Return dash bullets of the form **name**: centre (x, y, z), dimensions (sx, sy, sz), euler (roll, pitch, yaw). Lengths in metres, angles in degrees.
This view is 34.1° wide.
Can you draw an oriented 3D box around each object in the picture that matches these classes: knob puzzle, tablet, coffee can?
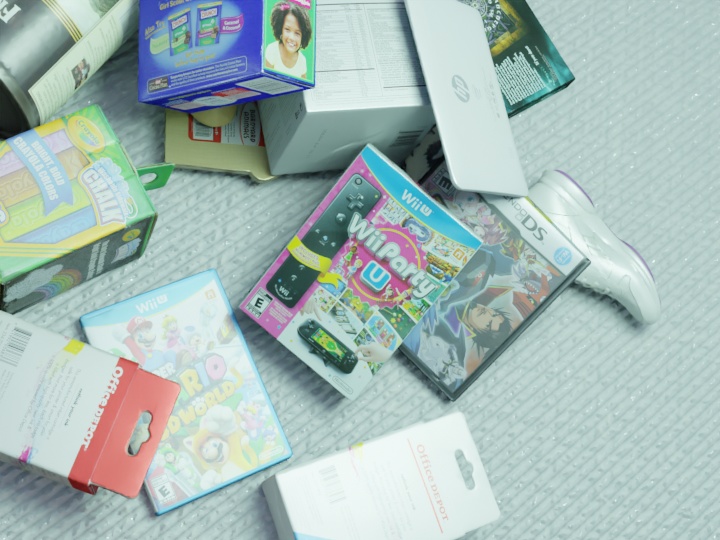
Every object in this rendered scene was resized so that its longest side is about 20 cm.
- **knob puzzle**: centre (-0.106, -0.182, 1.232), dimensions (0.217, 0.030, 0.222), euler (5, 71, -15)
- **tablet**: centre (0.103, -0.168, 1.122), dimensions (0.129, 0.014, 0.202), euler (2, 70, -51)
- **coffee can**: centre (-0.307, -0.243, 1.128), dimensions (0.146, 0.146, 0.201), euler (38, 65, -2)

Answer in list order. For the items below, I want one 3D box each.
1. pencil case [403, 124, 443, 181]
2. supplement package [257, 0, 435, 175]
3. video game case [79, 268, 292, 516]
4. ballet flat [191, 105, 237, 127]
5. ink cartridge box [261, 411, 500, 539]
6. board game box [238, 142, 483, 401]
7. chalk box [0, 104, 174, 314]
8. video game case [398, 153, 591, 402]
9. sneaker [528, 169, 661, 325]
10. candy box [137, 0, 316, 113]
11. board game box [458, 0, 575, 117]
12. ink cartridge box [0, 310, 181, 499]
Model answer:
- **pencil case**: centre (0.089, -0.123, 1.245), dimensions (0.088, 0.078, 0.202), euler (-10, 75, -1)
- **supplement package**: centre (-0.022, -0.221, 1.170), dimensions (0.149, 0.152, 0.202), euler (-6, 75, -20)
- **video game case**: centre (-0.167, 0.113, 1.124), dimensions (0.142, 0.018, 0.202), euler (-20, 79, -21)
- **ballet flat**: centre (-0.168, -0.244, 1.183), dimensions (0.068, 0.063, 0.202), euler (-14, 77, -17)
- **ink cartridge box**: centre (0.020, 0.220, 1.119), dimensions (0.198, 0.068, 0.116), euler (-16, 78, -20)
- **board game box**: centre (0.000, 0.000, 1.138), dimensions (0.147, 0.064, 0.201), euler (39, 97, -2)
- **chalk box**: centre (-0.270, -0.063, 1.093), dimensions (0.199, 0.124, 0.125), euler (-27, 82, -25)
- **video game case**: centre (0.098, -0.001, 1.178), dimensions (0.181, 0.026, 0.200), euler (44, 97, -5)
- **sneaker**: centre (0.241, -0.009, 1.272), dimensions (0.099, 0.075, 0.200), euler (-41, 87, -5)
- **candy box**: centre (-0.123, -0.259, 1.077), dimensions (0.077, 0.168, 0.203), euler (5, 83, -51)
- **board game box**: centre (0.139, -0.270, 1.337), dimensions (0.134, 0.028, 0.201), euler (-28, 83, -23)
- **ink cartridge box**: centre (-0.271, 0.123, 1.049), dimensions (0.198, 0.067, 0.117), euler (22, 69, -2)
